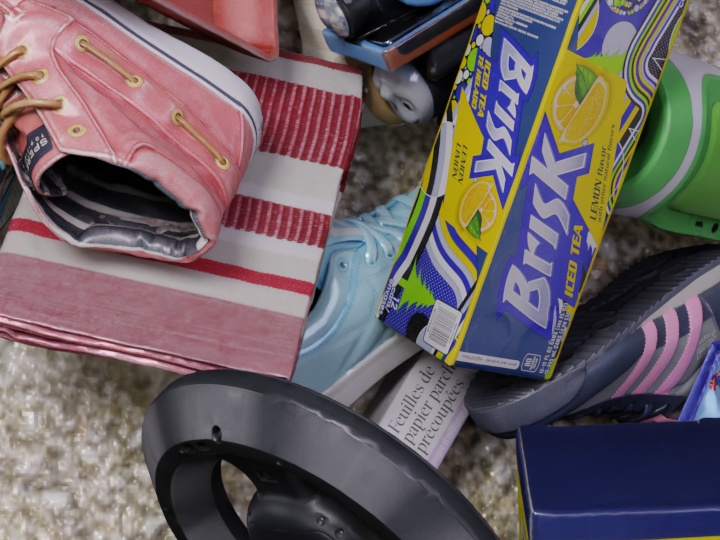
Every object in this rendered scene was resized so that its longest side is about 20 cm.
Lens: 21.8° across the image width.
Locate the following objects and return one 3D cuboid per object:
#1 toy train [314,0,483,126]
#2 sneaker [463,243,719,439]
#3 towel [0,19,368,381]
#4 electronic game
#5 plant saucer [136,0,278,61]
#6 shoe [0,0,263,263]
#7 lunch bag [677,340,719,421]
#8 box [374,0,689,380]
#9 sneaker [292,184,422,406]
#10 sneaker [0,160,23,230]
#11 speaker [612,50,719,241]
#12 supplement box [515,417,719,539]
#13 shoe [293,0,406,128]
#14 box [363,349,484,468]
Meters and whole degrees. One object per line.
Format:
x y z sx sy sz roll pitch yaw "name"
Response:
0.072 -0.150 0.916 0.200 0.087 0.115 -33 115 -17 "toy train"
0.136 0.055 0.960 0.200 0.070 0.082 -27 108 -37 "sneaker"
-0.082 -0.035 0.877 0.143 0.023 0.201 13 51 2 "towel"
-0.013 0.119 0.826 0.200 0.200 0.042 43 56 -6 "electronic game"
-0.112 -0.210 0.846 0.200 0.037 0.201 21 60 -53 "plant saucer"
-0.140 -0.079 0.815 0.199 0.072 0.091 28 41 -12 "shoe"
0.213 0.162 0.953 0.150 0.094 0.201 25 94 -20 "lunch bag"
0.079 -0.054 0.870 0.070 0.064 0.201 10 104 -39 "box"
0.000 0.000 0.917 0.200 0.074 0.082 -45 136 -26 "sneaker"
-0.182 -0.045 0.864 0.077 0.086 0.201 28 67 -13 "sneaker"
0.180 -0.063 0.975 0.200 0.088 0.089 8 71 -50 "speaker"
0.130 0.180 0.859 0.108 0.110 0.201 -2 105 2 "supplement box"
-0.019 -0.169 0.957 0.070 0.053 0.201 -20 99 -51 "shoe"
0.053 0.032 0.965 0.039 0.041 0.200 36 65 -10 "box"
